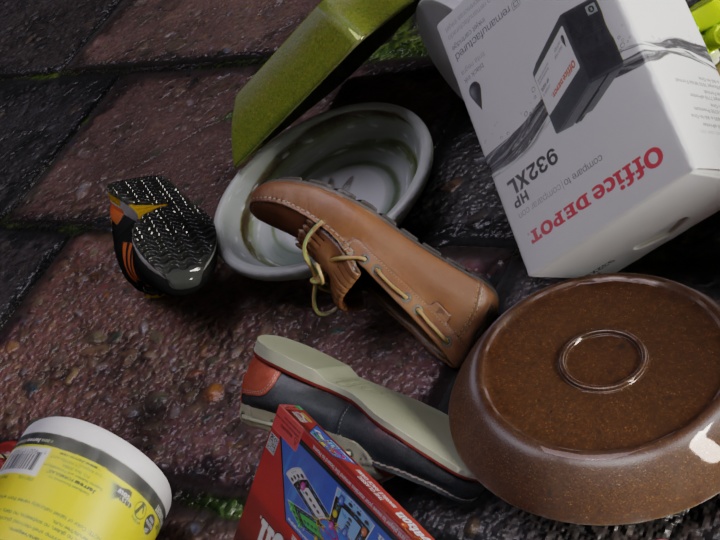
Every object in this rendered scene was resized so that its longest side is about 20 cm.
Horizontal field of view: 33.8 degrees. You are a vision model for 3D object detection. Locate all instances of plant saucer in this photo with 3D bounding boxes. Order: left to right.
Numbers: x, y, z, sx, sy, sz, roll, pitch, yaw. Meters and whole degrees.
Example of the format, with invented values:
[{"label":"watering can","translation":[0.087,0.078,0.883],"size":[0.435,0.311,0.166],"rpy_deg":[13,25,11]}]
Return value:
[{"label":"plant saucer","translation":[-0.025,-0.056,0.979],"size":[0.198,0.050,0.201],"rpy_deg":[-19,40,17]},{"label":"plant saucer","translation":[-0.021,-0.196,1.018],"size":[0.200,0.048,0.200],"rpy_deg":[-37,7,45]},{"label":"plant saucer","translation":[0.148,0.063,0.715],"size":[0.198,0.035,0.201],"rpy_deg":[-11,36,8]}]

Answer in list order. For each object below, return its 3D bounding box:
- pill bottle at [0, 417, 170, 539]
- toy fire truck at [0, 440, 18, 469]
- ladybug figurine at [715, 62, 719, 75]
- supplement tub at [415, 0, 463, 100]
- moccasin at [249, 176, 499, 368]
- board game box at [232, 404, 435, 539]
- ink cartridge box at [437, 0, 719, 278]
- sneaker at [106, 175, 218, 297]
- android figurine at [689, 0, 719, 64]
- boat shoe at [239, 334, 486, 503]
[{"label":"pill bottle","translation":[-0.211,0.205,0.757],"size":[0.111,0.113,0.201],"rpy_deg":[-2,47,33]},{"label":"toy fire truck","translation":[-0.329,0.201,0.878],"size":[0.198,0.112,0.170],"rpy_deg":[-3,70,33]},{"label":"ladybug figurine","translation":[0.295,-0.095,0.786],"size":[0.198,0.072,0.137],"rpy_deg":[-3,45,32]},{"label":"supplement tub","translation":[0.158,-0.228,0.966],"size":[0.199,0.146,0.145],"rpy_deg":[-39,38,-11]},{"label":"moccasin","translation":[0.000,0.001,0.846],"size":[0.200,0.074,0.078],"rpy_deg":[34,77,13]},{"label":"board game box","translation":[-0.011,0.172,0.697],"size":[0.200,0.019,0.104],"rpy_deg":[36,112,50]},{"label":"ink cartridge box","translation":[0.151,-0.114,0.783],"size":[0.145,0.083,0.202],"rpy_deg":[-36,64,42]},{"label":"sneaker","translation":[-0.165,-0.010,0.999],"size":[0.069,0.091,0.200],"rpy_deg":[-11,28,-20]},{"label":"android figurine","translation":[0.252,-0.175,0.856],"size":[0.181,0.041,0.200],"rpy_deg":[-30,6,0]},{"label":"boat shoe","translation":[-0.001,0.107,0.776],"size":[0.199,0.071,0.063],"rpy_deg":[24,100,32]}]
